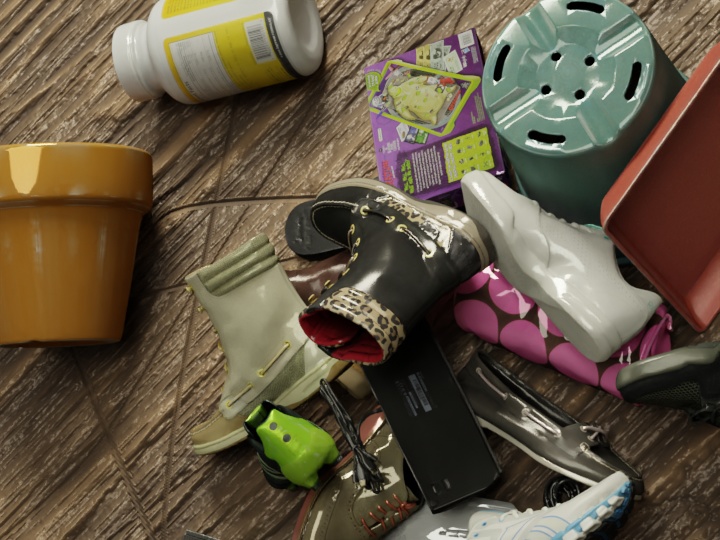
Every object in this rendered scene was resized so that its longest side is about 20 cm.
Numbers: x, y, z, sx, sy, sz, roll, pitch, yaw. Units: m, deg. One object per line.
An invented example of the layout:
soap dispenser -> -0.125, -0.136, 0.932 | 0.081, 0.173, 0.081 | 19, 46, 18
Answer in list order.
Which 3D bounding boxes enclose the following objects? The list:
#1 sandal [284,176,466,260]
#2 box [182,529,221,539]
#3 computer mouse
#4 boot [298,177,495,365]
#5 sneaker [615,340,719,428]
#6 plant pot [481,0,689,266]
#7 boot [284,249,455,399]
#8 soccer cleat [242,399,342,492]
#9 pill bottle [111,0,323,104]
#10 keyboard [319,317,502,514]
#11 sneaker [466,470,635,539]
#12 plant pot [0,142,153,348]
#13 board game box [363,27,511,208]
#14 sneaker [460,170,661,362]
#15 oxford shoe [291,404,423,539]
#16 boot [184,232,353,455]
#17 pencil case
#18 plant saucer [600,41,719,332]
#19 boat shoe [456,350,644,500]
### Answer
sandal -> 0.018, -0.056, 1.519 | 0.198, 0.043, 0.077 | -19, 65, 16
box -> -0.113, 0.351, 1.425 | 0.159, 0.044, 0.202 | 13, 77, 26
computer mouse -> 0.101, 0.233, 1.376 | 0.198, 0.044, 0.111 | -4, 71, 22
boot -> 0.000, 0.000, 1.375 | 0.199, 0.074, 0.151 | 19, 53, 38
sneaker -> 0.305, 0.116, 1.283 | 0.197, 0.076, 0.115 | 1, 73, -11
plant pot -> 0.202, -0.129, 1.379 | 0.198, 0.196, 0.202 | -8, 68, 21
boot -> -0.008, 0.002, 1.492 | 0.200, 0.072, 0.167 | 41, 93, 20
soccer cleat -> -0.065, 0.150, 1.397 | 0.081, 0.200, 0.068 | 41, 78, -2
pill bottle -> -0.145, -0.232, 1.616 | 0.198, 0.112, 0.113 | -11, 67, 20
keyboard -> 0.028, 0.117, 1.375 | 0.126, 0.021, 0.201 | -19, 69, -19
sneaker -> 0.134, 0.219, 1.307 | 0.200, 0.075, 0.087 | -40, 60, 6
plant pot -> -0.301, -0.019, 1.573 | 0.198, 0.200, 0.185 | -5, 85, 22
board game box -> 0.069, -0.136, 1.500 | 0.119, 0.032, 0.201 | -15, 48, 10
sneaker -> 0.168, -0.019, 1.341 | 0.088, 0.075, 0.200 | -36, 69, -13
oxford shoe -> 0.008, 0.200, 1.380 | 0.074, 0.071, 0.201 | 15, 65, 41
boot -> -0.115, 0.070, 1.460 | 0.199, 0.072, 0.155 | -35, 91, 34
pencil case -> 0.178, 0.040, 1.391 | 0.199, 0.091, 0.094 | 24, 79, 26
plant saucer -> 0.289, -0.075, 1.327 | 0.037, 0.199, 0.201 | 32, 85, 45
boat shoe -> 0.161, 0.131, 1.371 | 0.199, 0.067, 0.057 | 27, 98, 32
